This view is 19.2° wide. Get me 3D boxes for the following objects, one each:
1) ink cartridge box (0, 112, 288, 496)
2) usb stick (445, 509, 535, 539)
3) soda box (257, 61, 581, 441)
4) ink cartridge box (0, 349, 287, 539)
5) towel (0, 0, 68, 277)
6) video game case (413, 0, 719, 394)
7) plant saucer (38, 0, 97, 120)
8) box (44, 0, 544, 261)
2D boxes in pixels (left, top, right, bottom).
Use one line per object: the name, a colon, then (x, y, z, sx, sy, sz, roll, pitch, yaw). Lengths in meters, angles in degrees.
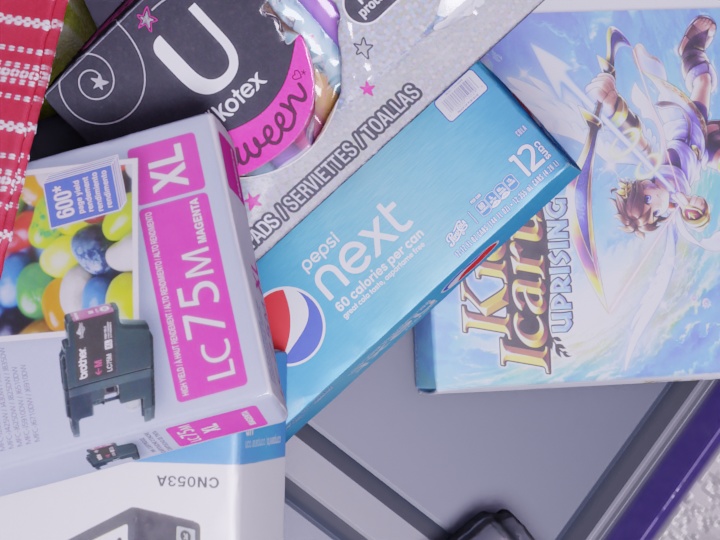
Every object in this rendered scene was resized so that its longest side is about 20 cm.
ink cartridge box: (-0.136, 0.023, 0.815, 0.199, 0.042, 0.120, -16, 69, 6)
usb stick: (0.003, 0.187, 0.966, 0.200, 0.033, 0.056, -39, 94, -10)
soda box: (0.000, 0.000, 0.924, 0.200, 0.068, 0.064, -42, 83, 8)
ink cartridge box: (-0.109, 0.130, 0.864, 0.145, 0.084, 0.201, 1, 88, 10)
towel: (-0.187, -0.087, 0.826, 0.144, 0.022, 0.201, 8, 71, 8)
video game case: (0.112, -0.047, 0.990, 0.181, 0.045, 0.201, -3, 88, -9)
plant saucer: (-0.215, -0.141, 0.898, 0.200, 0.048, 0.200, -26, 93, -31)
box: (-0.015, -0.115, 0.884, 0.115, 0.132, 0.200, 45, 109, -10)
